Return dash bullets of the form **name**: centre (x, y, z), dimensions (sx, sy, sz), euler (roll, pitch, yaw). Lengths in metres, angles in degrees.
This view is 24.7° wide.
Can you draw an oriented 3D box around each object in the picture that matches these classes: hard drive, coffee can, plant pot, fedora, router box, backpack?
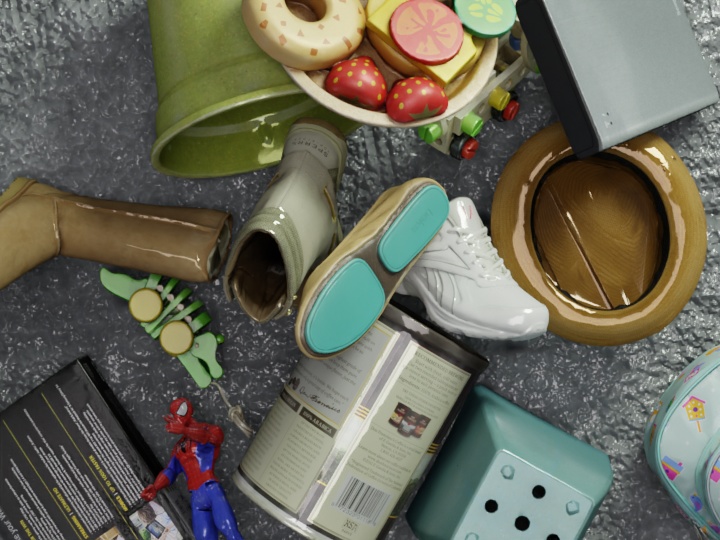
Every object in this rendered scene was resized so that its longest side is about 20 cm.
- **hard drive**: centre (0.221, -0.184, 1.395), dimensions (0.033, 0.199, 0.141), euler (-23, 90, 43)
- **coffee can**: centre (-0.001, 0.127, 1.414), dimensions (0.145, 0.146, 0.201), euler (31, 92, 1)
- **plant pot**: centre (-0.103, -0.201, 1.405), dimensions (0.198, 0.200, 0.186), euler (-15, 78, 2)
- **fedora**: centre (0.206, -0.032, 1.439), dimensions (0.198, 0.082, 0.203), euler (0, 84, 4)
- **router box**: centre (-0.253, 0.200, 1.469), dimensions (0.148, 0.051, 0.201), euler (-34, 90, 4)
- **plant pot**: centre (0.130, 0.199, 1.385), dimensions (0.140, 0.200, 0.142), euler (28, 92, 0)
- **backpack**: centre (0.346, 0.162, 1.406), dimensions (0.200, 0.153, 0.176), euler (44, 97, 7)

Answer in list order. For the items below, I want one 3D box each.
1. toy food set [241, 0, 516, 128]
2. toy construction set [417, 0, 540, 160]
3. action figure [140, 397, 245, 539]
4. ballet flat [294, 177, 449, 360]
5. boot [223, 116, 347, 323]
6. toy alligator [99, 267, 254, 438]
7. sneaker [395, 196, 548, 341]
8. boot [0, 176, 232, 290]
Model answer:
- **toy food set**: centre (0.018, -0.205, 1.315), dimensions (0.199, 0.049, 0.198), euler (38, 61, 9)
- **toy construction set**: centre (0.096, -0.176, 1.409), dimensions (0.199, 0.132, 0.092), euler (-28, 57, -24)
- **action figure**: centre (-0.145, 0.200, 1.409), dimensions (0.065, 0.099, 0.202), euler (-30, 65, 27)
- **ballet flat**: centre (0.000, 0.000, 1.342), dimensions (0.200, 0.063, 0.069), euler (-46, 121, -31)
- **boot**: centre (-0.064, -0.008, 1.374), dimensions (0.071, 0.155, 0.201), euler (16, 135, 7)
- **toy alligator**: centre (-0.149, 0.059, 1.461), dimensions (0.054, 0.059, 0.200), euler (-44, 89, -6)
- **sneaker**: centre (0.085, -0.008, 1.392), dimensions (0.199, 0.077, 0.100), euler (29, 111, 41)
- **boot**: centre (-0.223, -0.020, 1.414), dimensions (0.198, 0.176, 0.067), euler (11, 124, 4)
